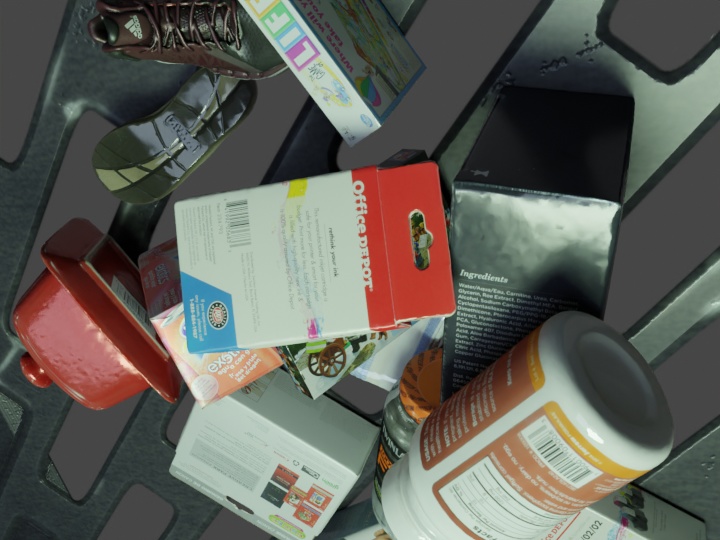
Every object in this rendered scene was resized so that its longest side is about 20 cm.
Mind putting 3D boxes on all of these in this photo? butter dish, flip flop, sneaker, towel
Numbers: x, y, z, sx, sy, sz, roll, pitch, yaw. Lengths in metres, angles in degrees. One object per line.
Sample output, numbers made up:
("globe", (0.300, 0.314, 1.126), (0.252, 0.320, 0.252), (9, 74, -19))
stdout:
("butter dish", (-0.290, 0.067, 0.880), (0.147, 0.200, 0.200), (-36, 105, 2))
("flip flop", (-0.178, -0.135, 0.818), (0.199, 0.058, 0.081), (-35, 99, 20))
("sneaker", (-0.148, -0.196, 0.699), (0.199, 0.115, 0.076), (6, 105, 32))
("towel", (-0.010, 0.048, 0.882), (0.199, 0.024, 0.148), (25, 126, 6))

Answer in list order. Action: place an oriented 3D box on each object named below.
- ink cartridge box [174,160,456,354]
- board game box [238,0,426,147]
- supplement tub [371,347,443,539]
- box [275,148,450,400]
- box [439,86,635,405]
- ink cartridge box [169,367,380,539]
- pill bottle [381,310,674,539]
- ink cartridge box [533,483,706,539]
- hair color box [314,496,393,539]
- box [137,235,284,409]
("ink cartridge box", (-0.030, -0.007, 0.624), (0.198, 0.067, 0.117), (-8, 83, 11))
("board game box", (-0.035, -0.210, 0.658), (0.034, 0.135, 0.200), (-29, 106, 34))
("supplement tub", (0.079, 0.184, 0.863), (0.122, 0.123, 0.201), (15, 130, 12))
("box", (0.000, 0.000, 0.747), (0.038, 0.199, 0.137), (17, 137, 58))
("box", (0.143, -0.016, 0.669), (0.116, 0.197, 0.201), (9, 124, 16))
("ink cartridge box", (-0.106, 0.212, 0.987), (0.199, 0.084, 0.176), (31, 127, 2))
("pill bottle", (0.105, 0.126, 0.583), (0.112, 0.112, 0.200), (40, 126, -6))
("ink cartridge box", (0.248, 0.277, 0.894), (0.199, 0.068, 0.116), (27, 127, 4))
("hair color box", (0.029, 0.334, 1.025), (0.199, 0.061, 0.099), (-33, 104, 34))
("box", (-0.148, 0.033, 0.812), (0.094, 0.200, 0.103), (-28, 112, -8))
